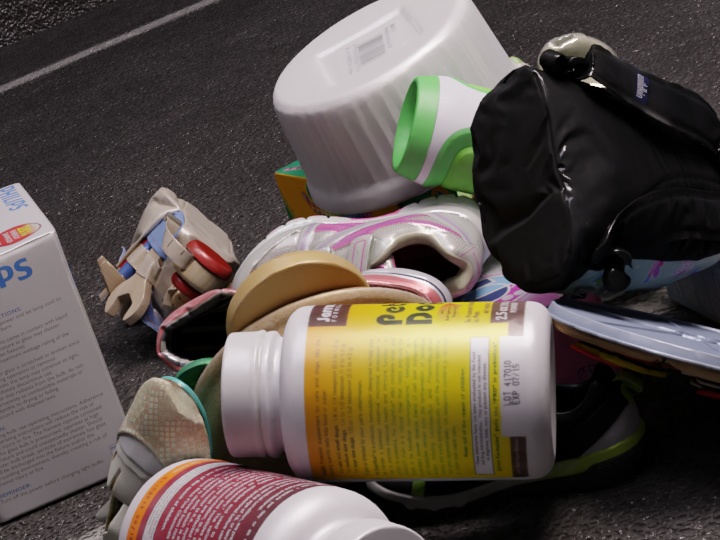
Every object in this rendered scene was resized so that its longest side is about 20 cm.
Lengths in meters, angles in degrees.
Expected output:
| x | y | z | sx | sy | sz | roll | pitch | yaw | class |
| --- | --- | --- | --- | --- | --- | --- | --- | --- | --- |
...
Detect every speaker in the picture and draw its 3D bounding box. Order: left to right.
| x | y | z | sx | sy | sz | roll | pitch | yaw | class |
| --- | --- | --- | --- | --- | --- | --- | --- | --- | --- |
| 0.129 | -0.087 | 1.599 | 0.199 | 0.089 | 0.088 | 12 | 17 | -9 | speaker |

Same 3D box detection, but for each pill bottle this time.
| x | y | z | sx | sy | sz | roll | pitch | yaw | class |
| --- | --- | --- | --- | --- | --- | --- | --- | --- | --- |
| -0.049 | 0.179 | 1.281 | 0.113 | 0.113 | 0.200 | -32 | 22 | -33 | pill bottle |
| 0.019 | 0.075 | 1.314 | 0.199 | 0.110 | 0.109 | -1 | 22 | 7 | pill bottle |

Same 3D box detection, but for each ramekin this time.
| x | y | z | sx | sy | sz | roll | pitch | yaw | class |
| --- | --- | --- | --- | --- | --- | --- | --- | --- | --- |
| 0.026 | -0.142 | 1.715 | 0.200 | 0.098 | 0.201 | -26 | 24 | 13 | ramekin |

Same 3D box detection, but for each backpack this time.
| x | y | z | sx | sy | sz | roll | pitch | yaw | class |
| --- | --- | --- | --- | --- | --- | --- | --- | --- | --- |
| 0.170 | -0.056 | 1.465 | 0.200 | 0.167 | 0.126 | 3 | -13 | -44 | backpack |

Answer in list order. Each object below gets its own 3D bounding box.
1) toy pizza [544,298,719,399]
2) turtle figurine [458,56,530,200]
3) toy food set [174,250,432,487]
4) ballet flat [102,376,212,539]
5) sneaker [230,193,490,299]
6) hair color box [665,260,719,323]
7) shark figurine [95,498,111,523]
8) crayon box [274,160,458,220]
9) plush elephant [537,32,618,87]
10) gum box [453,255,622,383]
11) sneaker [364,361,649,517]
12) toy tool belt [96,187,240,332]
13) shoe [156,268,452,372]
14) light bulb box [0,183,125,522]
| x | y | z | sx | sy | sz | roll | pitch | yaw | class |
| --- | --- | --- | --- | --- | --- | --- | --- | --- | --- |
| 0.211 | 0.057 | 1.371 | 0.200 | 0.032 | 0.200 | 13 | 5 | -1 | toy pizza |
| 0.096 | -0.128 | 1.944 | 0.199 | 0.144 | 0.194 | -10 | 17 | 14 | turtle figurine |
| -0.028 | 0.078 | 1.437 | 0.198 | 0.200 | 0.049 | -51 | 42 | 27 | toy food set |
| -0.138 | 0.146 | 1.406 | 0.067 | 0.200 | 0.062 | 35 | 56 | 17 | ballet flat |
| 0.000 | 0.000 | 1.559 | 0.199 | 0.082 | 0.088 | -17 | 17 | 5 | sneaker |
| 0.298 | -0.001 | 1.520 | 0.099 | 0.061 | 0.200 | -24 | 20 | -13 | hair color box |
| -0.088 | 0.109 | 1.557 | 0.128 | 0.090 | 0.214 | 0 | 29 | 41 | shark figurine |
| 0.016 | -0.032 | 1.790 | 0.058 | 0.119 | 0.200 | -28 | 21 | -25 | crayon box |
| 0.174 | -0.102 | 1.751 | 0.155 | 0.165 | 0.200 | 27 | 14 | 8 | plush elephant |
| 0.093 | 0.047 | 1.574 | 0.113 | 0.066 | 0.200 | -23 | 20 | -14 | gum box |
| 0.092 | 0.101 | 1.403 | 0.199 | 0.083 | 0.072 | -13 | 20 | 18 | sneaker |
| -0.170 | 0.016 | 1.885 | 0.123 | 0.125 | 0.200 | -50 | 15 | 6 | toy tool belt |
| -0.039 | 0.041 | 1.474 | 0.199 | 0.072 | 0.091 | -7 | -1 | 12 | shoe |
| -0.277 | 0.060 | 1.697 | 0.125 | 0.201 | 0.198 | -23 | 19 | -11 | light bulb box |
